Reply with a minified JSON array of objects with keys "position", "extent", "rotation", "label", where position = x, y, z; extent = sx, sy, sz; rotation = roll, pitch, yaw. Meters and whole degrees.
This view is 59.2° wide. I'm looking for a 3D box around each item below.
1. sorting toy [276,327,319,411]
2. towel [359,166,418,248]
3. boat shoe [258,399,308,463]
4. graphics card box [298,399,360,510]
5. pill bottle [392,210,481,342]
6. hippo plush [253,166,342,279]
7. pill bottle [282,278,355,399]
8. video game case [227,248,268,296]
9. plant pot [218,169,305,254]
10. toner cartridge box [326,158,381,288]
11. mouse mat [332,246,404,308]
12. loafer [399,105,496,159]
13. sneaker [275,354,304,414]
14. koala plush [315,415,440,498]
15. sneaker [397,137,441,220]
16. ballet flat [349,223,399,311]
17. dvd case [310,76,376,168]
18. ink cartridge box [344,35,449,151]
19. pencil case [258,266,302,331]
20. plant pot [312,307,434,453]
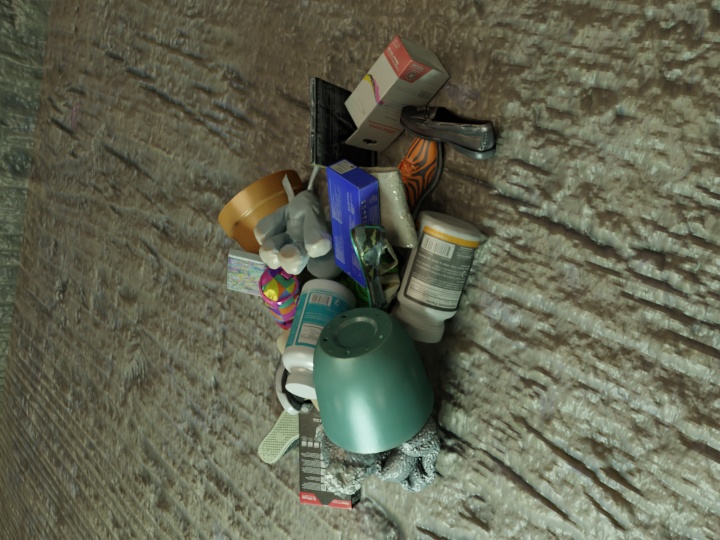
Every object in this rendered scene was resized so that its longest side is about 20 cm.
[{"position":[-0.049,0.143,1.239],"extent":[0.198,0.037,0.186],"rotation":[-37,59,-5],"label":"sorting toy"},{"position":[0.024,-0.109,1.088],"extent":[0.198,0.034,0.136],"rotation":[13,126,57],"label":"towel"},{"position":[-0.144,0.337,1.378],"extent":[0.075,0.062,0.201],"rotation":[45,106,14],"label":"boat shoe"},{"position":[-0.064,0.368,1.286],"extent":[0.122,0.051,0.206],"rotation":[-3,89,26],"label":"graphics card box"},{"position":[0.125,0.011,1.086],"extent":[0.115,0.115,0.205],"rotation":[29,110,40],"label":"pill bottle"},{"position":[-0.106,-0.061,1.234],"extent":[0.156,0.161,0.205],"rotation":[-17,60,16],"label":"hippo plush"},{"position":[-0.079,0.127,1.171],"extent":[0.109,0.110,0.204],"rotation":[-13,52,42],"label":"pill bottle"},{"position":[-0.211,0.014,1.341],"extent":[0.201,0.139,0.018],"rotation":[121,161,-65],"label":"video game case"},{"position":[-0.183,-0.097,1.349],"extent":[0.199,0.199,0.142],"rotation":[-39,81,36],"label":"plant pot"},{"position":[-0.009,-0.079,1.090],"extent":[0.095,0.043,0.204],"rotation":[40,145,41],"label":"toner cartridge box"},{"position":[0.000,0.000,1.253],"extent":[0.162,0.007,0.200],"rotation":[-52,56,12],"label":"mouse mat"},{"position":[0.150,-0.255,1.087],"extent":[0.198,0.071,0.064],"rotation":[31,143,32],"label":"loafer"},{"position":[-0.106,0.189,1.291],"extent":[0.112,0.075,0.203],"rotation":[-28,35,26],"label":"sneaker"},{"position":[0.021,0.308,1.101],"extent":[0.178,0.194,0.188],"rotation":[-118,22,-58],"label":"koala plush"},{"position":[0.072,-0.158,1.140],"extent":[0.077,0.110,0.204],"rotation":[35,113,38],"label":"sneaker"},{"position":[0.033,0.007,1.056],"extent":[0.074,0.074,0.203],"rotation":[35,153,38],"label":"ballet flat"},{"position":[-0.028,-0.258,1.180],"extent":[0.016,0.198,0.153],"rotation":[-1,89,35],"label":"dvd case"},{"position":[0.053,-0.315,1.159],"extent":[0.200,0.115,0.069],"rotation":[-45,60,33],"label":"ink cartridge box"},{"position":[-0.152,0.058,1.295],"extent":[0.086,0.201,0.091],"rotation":[-1,70,2],"label":"pencil case"},{"position":[0.010,0.161,1.034],"extent":[0.198,0.200,0.164],"rotation":[16,133,42],"label":"plant pot"}]
